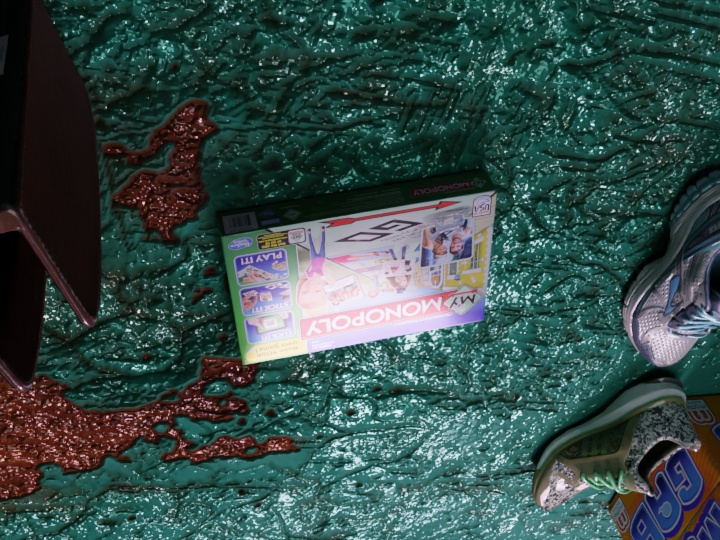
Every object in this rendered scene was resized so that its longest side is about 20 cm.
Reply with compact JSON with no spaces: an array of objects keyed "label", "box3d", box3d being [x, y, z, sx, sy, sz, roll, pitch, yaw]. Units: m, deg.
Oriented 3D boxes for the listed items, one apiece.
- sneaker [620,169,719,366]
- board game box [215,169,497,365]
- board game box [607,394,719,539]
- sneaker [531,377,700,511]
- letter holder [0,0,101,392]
[{"label":"sneaker","box3d":[0.281,0.019,0.723,0.077,0.087,0.201,-5,132,-12]},{"label":"board game box","box3d":[0.000,0.000,0.656,0.199,0.029,0.135,-10,133,-9]},{"label":"board game box","box3d":[0.424,0.269,0.920,0.199,0.200,0.200,-1,131,-16]},{"label":"sneaker","box3d":[0.255,0.195,0.875,0.077,0.089,0.200,25,120,-35]},{"label":"letter holder","box3d":[-0.186,-0.028,0.451,0.100,0.200,0.142,-19,135,0]}]
